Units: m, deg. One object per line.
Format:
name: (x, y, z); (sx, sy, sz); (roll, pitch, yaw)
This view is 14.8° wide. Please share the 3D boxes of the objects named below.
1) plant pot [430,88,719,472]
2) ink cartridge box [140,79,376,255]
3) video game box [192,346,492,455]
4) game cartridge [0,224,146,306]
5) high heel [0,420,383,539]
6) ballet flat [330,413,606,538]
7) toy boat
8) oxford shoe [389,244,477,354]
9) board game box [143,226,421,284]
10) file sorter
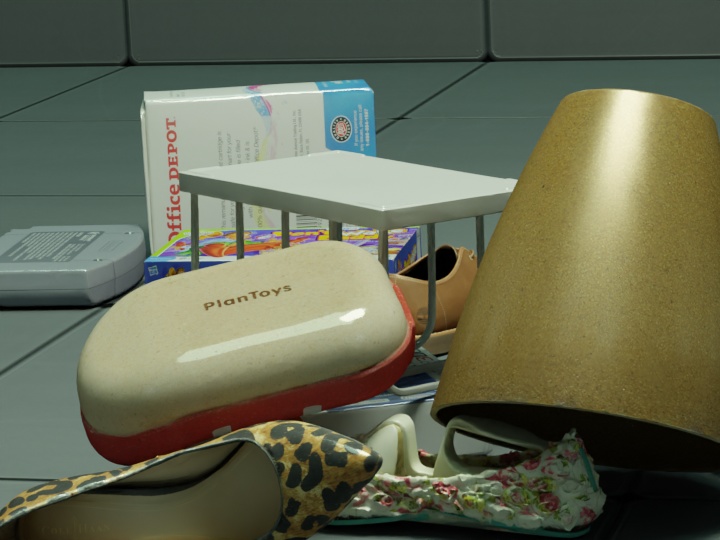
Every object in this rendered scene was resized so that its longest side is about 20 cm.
plant pot: (0.146, 0.002, 1.616); (0.186, 0.200, 0.186); (8, -13, 2)
ink cartridge box: (-0.088, -0.087, 2.397); (0.200, 0.145, 0.085); (-3, 11, -5)
video game box: (-0.037, 0.088, 1.777); (0.200, 0.047, 0.182); (-6, 10, -15)
game cartridge: (-0.250, -0.004, 2.306); (0.133, 0.040, 0.200); (-4, 11, 9)
high heel: (-0.097, 0.128, 1.494); (0.200, 0.071, 0.143); (-15, -4, 35)
ballet flat: (0.044, 0.113, 1.584); (0.200, 0.064, 0.076); (1, 12, 19)
toy boat: (-0.064, 0.072, 1.626); (0.200, 0.131, 0.131); (-14, 30, -4)
oxford shoe: (0.083, 0.012, 2.063); (0.071, 0.071, 0.200); (3, 11, 34)
board game box: (-0.060, 0.000, 2.215); (0.200, 0.045, 0.134); (-1, 12, 10)
file sorter: (0.000, 0.000, 1.775); (0.139, 0.125, 0.200); (-10, 14, -40)
